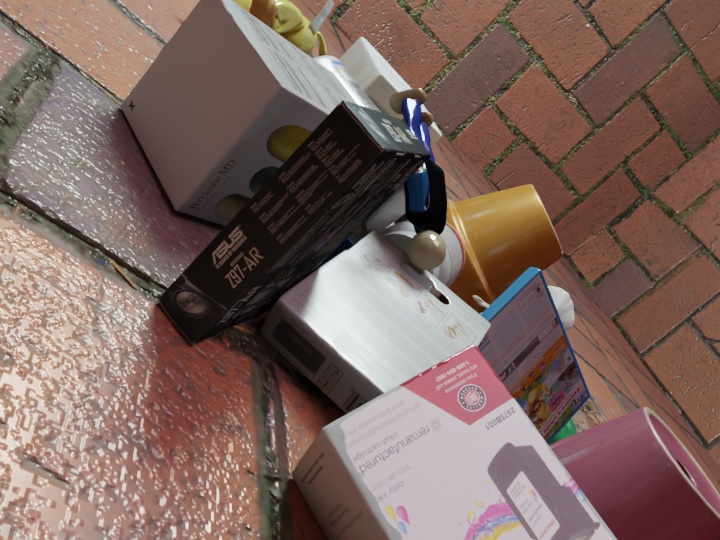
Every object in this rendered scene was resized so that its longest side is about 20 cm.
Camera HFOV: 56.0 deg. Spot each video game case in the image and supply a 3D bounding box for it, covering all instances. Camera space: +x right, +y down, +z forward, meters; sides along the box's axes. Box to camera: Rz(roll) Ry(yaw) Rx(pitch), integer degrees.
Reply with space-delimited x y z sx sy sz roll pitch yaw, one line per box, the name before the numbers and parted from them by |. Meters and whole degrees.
video game case | 0.181 0.117 0.754 0.018 0.143 0.201 21 -34 55

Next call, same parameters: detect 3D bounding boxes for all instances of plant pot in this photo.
plant pot | 0.216 -0.043 1.091 0.201 0.182 0.201 59 13 -24
plant pot | 0.245 0.238 0.662 0.200 0.179 0.201 43 19 -19

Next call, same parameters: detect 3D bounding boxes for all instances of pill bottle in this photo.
pill bottle | -0.014 -0.153 0.833 0.201 0.114 0.114 54 19 13
pill bottle | 0.071 -0.011 0.885 0.110 0.109 0.200 50 18 6

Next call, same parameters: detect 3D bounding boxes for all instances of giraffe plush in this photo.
giraffe plush | -0.160 -0.364 1.031 0.161 0.201 0.173 30 -23 25

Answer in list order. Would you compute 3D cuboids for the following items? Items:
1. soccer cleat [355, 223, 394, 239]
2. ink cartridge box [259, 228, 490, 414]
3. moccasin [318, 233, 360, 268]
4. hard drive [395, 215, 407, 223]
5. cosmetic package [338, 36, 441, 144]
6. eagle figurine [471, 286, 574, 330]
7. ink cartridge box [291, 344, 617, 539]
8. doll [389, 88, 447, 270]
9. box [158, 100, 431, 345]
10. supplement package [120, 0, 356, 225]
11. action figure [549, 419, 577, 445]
soccer cleat | 0.016 -0.062 0.941 0.078 0.069 0.200 48 15 -12
ink cartridge box | 0.023 0.056 0.628 0.162 0.057 0.200 40 29 7
moccasin | 0.000 0.000 0.743 0.068 0.080 0.201 24 30 -41
hard drive | 0.002 -0.147 1.089 0.200 0.038 0.140 41 9 -30
cosmetic package | 0.015 -0.276 1.215 0.165 0.165 0.201 37 22 -31
eagle figurine | 0.211 0.115 0.915 0.200 0.150 0.153 -45 132 -66
ink cartridge box | 0.071 0.173 0.446 0.145 0.083 0.201 -22 66 -33
doll | 0.068 -0.091 0.724 0.137 0.048 0.202 56 27 -56
box | -0.043 -0.037 0.527 0.044 0.200 0.160 48 19 6
supplement package | -0.097 -0.139 0.684 0.199 0.152 0.151 17 34 -57
action figure | 0.247 0.234 0.884 0.118 0.055 0.200 49 25 -1
